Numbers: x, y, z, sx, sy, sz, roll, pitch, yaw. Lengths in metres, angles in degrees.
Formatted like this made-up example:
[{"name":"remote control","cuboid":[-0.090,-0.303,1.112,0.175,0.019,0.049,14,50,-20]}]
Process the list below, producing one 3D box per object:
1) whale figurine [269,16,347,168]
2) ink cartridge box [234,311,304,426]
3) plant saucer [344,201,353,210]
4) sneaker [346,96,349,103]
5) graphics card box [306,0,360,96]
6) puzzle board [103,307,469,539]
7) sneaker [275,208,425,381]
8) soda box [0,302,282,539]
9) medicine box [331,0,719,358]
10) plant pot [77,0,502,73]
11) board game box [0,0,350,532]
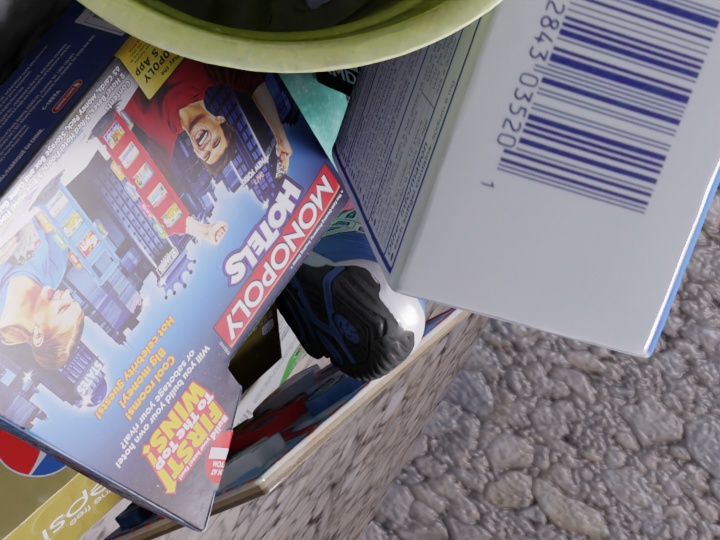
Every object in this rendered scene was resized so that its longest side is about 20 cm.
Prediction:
[{"name":"whale figurine","cuboid":[-0.077,-0.041,0.906,0.200,0.103,0.159,-51,168,-42]},{"name":"ink cartridge box","cuboid":[-0.094,0.041,1.136,0.147,0.083,0.200,-56,171,-7]},{"name":"plant saucer","cuboid":[0.011,-0.099,1.094,0.200,0.051,0.201,-40,-140,44]},{"name":"sneaker","cuboid":[-0.024,-0.146,1.011,0.073,0.080,0.201,4,113,-30]},{"name":"graphics card box","cuboid":[0.020,-0.184,0.845,0.125,0.051,0.201,-41,137,-27]},{"name":"puzzle board","cuboid":[-0.045,0.081,1.001,0.151,0.017,0.200,-40,-174,-33]},{"name":"sneaker","cuboid":[0.000,0.000,0.934,0.077,0.076,0.200,-34,-169,-7]},{"name":"soda box","cuboid":[-0.132,0.073,0.970,0.200,0.064,0.068,-41,159,-18]},{"name":"medicine box","cuboid":[0.072,-0.091,0.748,0.200,0.102,0.183,-111,-141,-71]},{"name":"plant pot","cuboid":[-0.030,-0.151,0.653,0.201,0.200,0.190,-57,-177,-6]},{"name":"board game box","cuboid":[-0.097,0.005,0.802,0.200,0.062,0.200,-53,139,-21]}]
